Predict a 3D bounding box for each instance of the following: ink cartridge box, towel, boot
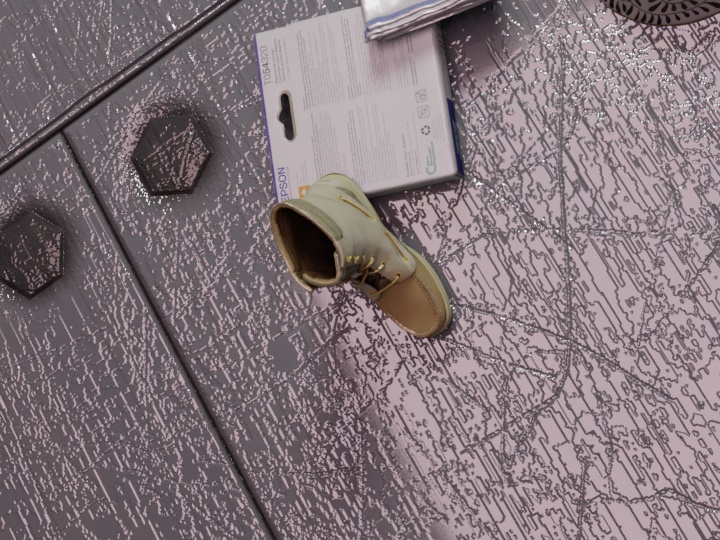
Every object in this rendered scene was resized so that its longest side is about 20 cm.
[{"bbox_3d":[-0.003,-0.174,1.439,0.200,0.043,0.197,-10,83,20],"label":"ink cartridge box"},{"bbox_3d":[0.055,-0.337,1.416,0.147,0.024,0.200,-18,63,14],"label":"towel"},{"bbox_3d":[0.000,0.000,1.348,0.072,0.155,0.200,-39,89,21],"label":"boot"}]

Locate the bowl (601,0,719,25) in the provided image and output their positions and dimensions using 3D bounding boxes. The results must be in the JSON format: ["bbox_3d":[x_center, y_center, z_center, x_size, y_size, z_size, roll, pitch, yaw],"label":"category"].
[{"bbox_3d":[0.298,-0.347,1.327,0.200,0.094,0.201,-2,84,17],"label":"bowl"}]
